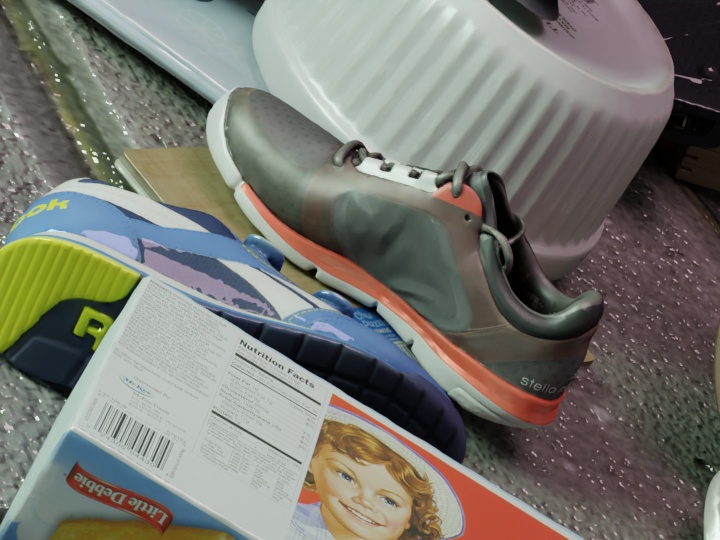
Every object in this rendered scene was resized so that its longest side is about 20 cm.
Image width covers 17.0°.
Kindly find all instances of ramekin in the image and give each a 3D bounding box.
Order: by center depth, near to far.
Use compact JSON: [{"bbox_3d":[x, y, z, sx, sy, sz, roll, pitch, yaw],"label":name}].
[{"bbox_3d":[0.057,-0.101,1.154,0.199,0.105,0.201,30,27,-17],"label":"ramekin"}]

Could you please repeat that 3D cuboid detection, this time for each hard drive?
[{"bbox_3d":[0.125,-0.139,1.328,0.198,0.043,0.135,21,43,9],"label":"hard drive"}]

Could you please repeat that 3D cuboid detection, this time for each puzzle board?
[{"bbox_3d":[0.000,0.000,1.071,0.199,0.017,0.151,-6,49,-51],"label":"puzzle board"}]

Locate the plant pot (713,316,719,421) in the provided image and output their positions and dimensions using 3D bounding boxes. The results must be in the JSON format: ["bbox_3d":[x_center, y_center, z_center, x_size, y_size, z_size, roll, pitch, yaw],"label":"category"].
[{"bbox_3d":[0.268,0.036,1.151,0.200,0.201,0.175,36,10,4],"label":"plant pot"}]

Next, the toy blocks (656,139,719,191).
[{"bbox_3d":[0.199,-0.117,1.411,0.136,0.100,0.201,17,39,-6],"label":"toy blocks"}]

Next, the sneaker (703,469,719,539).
[{"bbox_3d":[0.217,0.146,1.002,0.080,0.084,0.201,6,38,-37],"label":"sneaker"}]

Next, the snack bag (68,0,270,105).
[{"bbox_3d":[-0.080,-0.136,1.192,0.188,0.021,0.200,36,27,3],"label":"snack bag"}]

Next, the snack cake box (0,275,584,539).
[{"bbox_3d":[-0.018,0.100,0.836,0.199,0.067,0.115,32,25,-6],"label":"snack cake box"}]

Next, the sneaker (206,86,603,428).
[{"bbox_3d":[0.025,-0.025,1.030,0.200,0.082,0.077,40,28,8],"label":"sneaker"}]

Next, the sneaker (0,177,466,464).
[{"bbox_3d":[-0.046,0.023,0.921,0.199,0.074,0.082,29,26,-14],"label":"sneaker"}]

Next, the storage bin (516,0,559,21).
[{"bbox_3d":[0.074,-0.240,1.106,0.145,0.134,0.201,34,25,-27],"label":"storage bin"}]
